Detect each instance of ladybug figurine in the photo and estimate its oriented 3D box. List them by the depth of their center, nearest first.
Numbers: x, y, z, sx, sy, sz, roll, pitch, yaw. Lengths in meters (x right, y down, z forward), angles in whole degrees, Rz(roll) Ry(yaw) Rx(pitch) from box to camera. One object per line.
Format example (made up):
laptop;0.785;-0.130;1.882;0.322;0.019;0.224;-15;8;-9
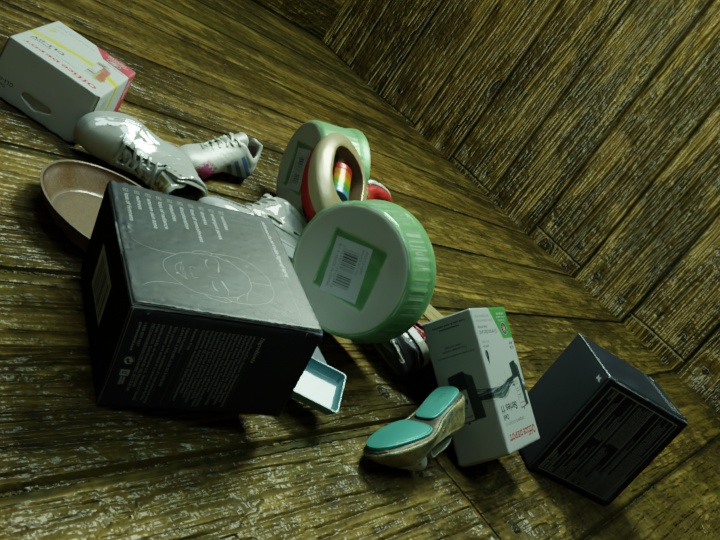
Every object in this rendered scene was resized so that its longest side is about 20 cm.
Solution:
ladybug figurine;-0.047;-0.131;1.191;0.136;0.071;0.203;49;36;-35

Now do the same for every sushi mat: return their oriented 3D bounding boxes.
sushi mat;0.108;0.066;1.192;0.199;0.012;0.096;42;14;-22

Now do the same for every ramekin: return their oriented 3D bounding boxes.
ramekin;0.000;0.000;1.029;0.200;0.201;0.097;42;13;16
ramekin;-0.074;-0.173;1.352;0.096;0.203;0.201;14;28;-31

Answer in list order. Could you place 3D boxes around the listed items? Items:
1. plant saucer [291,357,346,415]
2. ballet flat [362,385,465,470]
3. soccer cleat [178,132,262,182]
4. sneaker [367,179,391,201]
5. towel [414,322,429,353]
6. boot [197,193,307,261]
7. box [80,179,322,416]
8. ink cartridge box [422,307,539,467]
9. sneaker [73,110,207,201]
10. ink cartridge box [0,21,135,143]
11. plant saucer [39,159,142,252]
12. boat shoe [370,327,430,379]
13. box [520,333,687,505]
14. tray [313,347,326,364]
plant saucer;-0.109;0.104;0.861;0.196;0.019;0.070;27;32;-7
ballet flat;0.075;0.211;0.927;0.071;0.071;0.198;43;35;18
soccer cleat;-0.242;-0.206;1.277;0.070;0.087;0.199;42;19;16
sneaker;-0.006;-0.154;1.638;0.196;0.078;0.086;8;38;-38
towel;0.097;0.103;1.202;0.199;0.023;0.144;39;4;41
boot;-0.159;-0.076;1.108;0.198;0.073;0.098;35;46;-35
box;-0.169;0.030;0.760;0.192;0.126;0.202;10;32;-32
ink cartridge box;0.176;0.163;1.064;0.145;0.082;0.206;3;70;-59
sneaker;-0.304;-0.153;1.060;0.198;0.074;0.116;19;23;-47
ink cartridge box;-0.436;-0.284;1.101;0.143;0.084;0.201;33;19;-15
plant saucer;-0.302;-0.060;0.906;0.198;0.037;0.201;33;20;-13
boat shoe;0.023;0.081;1.134;0.060;0.075;0.201;-27;65;-29
box;0.380;0.244;1.208;0.196;0.202;0.124;28;21;-26
tray;-0.120;0.059;0.989;0.106;0.022;0.201;21;26;-40
